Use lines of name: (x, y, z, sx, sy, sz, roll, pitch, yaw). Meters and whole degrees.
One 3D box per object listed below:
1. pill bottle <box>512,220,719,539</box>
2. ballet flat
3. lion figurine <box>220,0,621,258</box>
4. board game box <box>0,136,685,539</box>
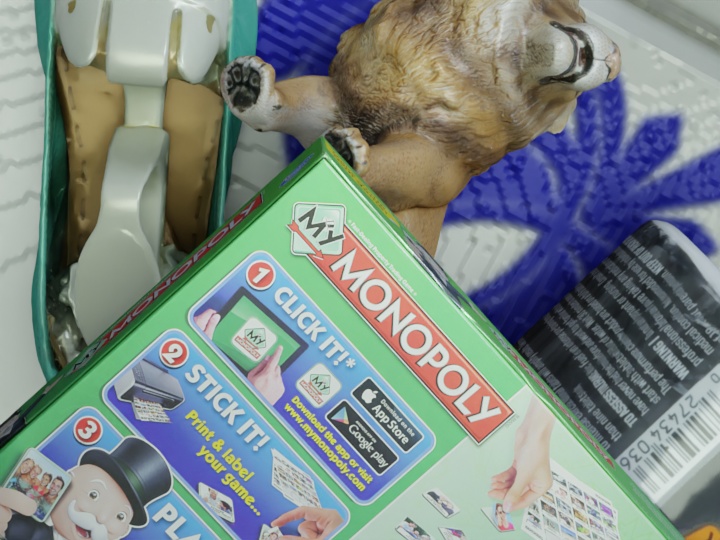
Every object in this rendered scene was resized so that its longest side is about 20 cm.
pill bottle: (0.052, 0.089, 0.779, 0.200, 0.106, 0.106, -44, 101, 5)
ballet flat: (-0.063, -0.043, 0.762, 0.067, 0.070, 0.202, 1, 101, -7)
lion figurine: (0.000, 0.000, 0.765, 0.072, 0.122, 0.201, 32, 107, 26)
board game box: (0.007, 0.083, 0.704, 0.134, 0.029, 0.200, -41, 101, 6)
